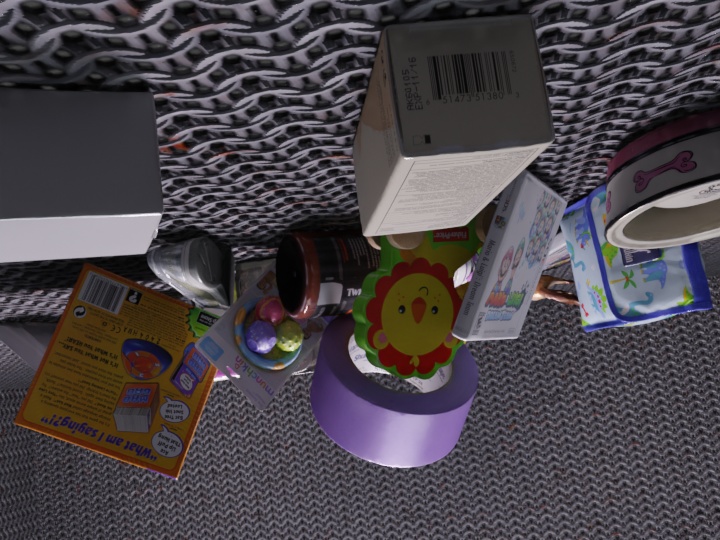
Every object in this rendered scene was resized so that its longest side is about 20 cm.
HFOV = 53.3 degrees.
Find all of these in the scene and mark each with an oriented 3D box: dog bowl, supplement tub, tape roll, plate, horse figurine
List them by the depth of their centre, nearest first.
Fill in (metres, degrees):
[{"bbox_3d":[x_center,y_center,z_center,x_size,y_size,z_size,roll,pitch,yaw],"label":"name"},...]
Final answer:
[{"bbox_3d":[0.333,-0.088,0.704,0.196,0.075,0.200,-7,163,-2],"label":"dog bowl"},{"bbox_3d":[0.040,0.137,0.883,0.196,0.086,0.201,10,-149,-6],"label":"tape roll"},{"bbox_3d":[0.000,0.000,0.902,0.197,0.109,0.107,-4,170,-27],"label":"supplement tub"},{"bbox_3d":[0.303,0.024,1.245,0.130,0.051,0.199,-1,-166,-26],"label":"horse figurine"},{"bbox_3d":[-0.523,0.145,1.281,0.198,0.033,0.200,32,-175,19],"label":"plate"}]

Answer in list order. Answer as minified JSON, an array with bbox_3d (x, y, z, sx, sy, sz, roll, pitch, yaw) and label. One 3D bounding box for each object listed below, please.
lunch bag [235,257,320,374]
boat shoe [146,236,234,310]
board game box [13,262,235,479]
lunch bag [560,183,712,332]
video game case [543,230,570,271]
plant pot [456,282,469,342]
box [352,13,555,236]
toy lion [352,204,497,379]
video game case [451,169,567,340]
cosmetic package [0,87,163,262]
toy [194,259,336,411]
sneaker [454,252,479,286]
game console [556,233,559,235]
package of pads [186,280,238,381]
[{"bbox_3d":[-0.087,0.066,1.052,0.197,0.167,0.117,-4,176,-31],"label":"lunch bag"},{"bbox_3d":[-0.197,0.006,0.880,0.063,0.076,0.202,0,170,4],"label":"boat shoe"},{"bbox_3d":[-0.302,0.136,0.944,0.197,0.203,0.200,23,163,-13],"label":"board game box"},{"bbox_3d":[0.344,-0.022,0.887,0.125,0.173,0.200,-9,173,-15],"label":"lunch bag"},{"bbox_3d":[0.323,-0.035,1.117,0.180,0.023,0.200,-13,166,-29],"label":"video game case"},{"bbox_3d":[0.129,0.066,1.290,0.197,0.202,0.142,-1,145,-38],"label":"plant pot"},{"bbox_3d":[0.050,-0.085,0.490,0.093,0.079,0.200,-7,171,-8],"label":"box"},{"bbox_3d":[0.082,0.024,0.824,0.197,0.196,0.068,-4,-175,-28],"label":"toy lion"},{"bbox_3d":[0.175,-0.010,0.813,0.023,0.185,0.199,22,-173,27],"label":"video game case"},{"bbox_3d":[-0.225,-0.053,0.434,0.197,0.083,0.113,-6,171,-25],"label":"cosmetic package"},{"bbox_3d":[-0.102,0.063,0.910,0.047,0.115,0.200,-41,-173,46],"label":"toy"},{"bbox_3d":[0.169,-0.020,1.114,0.112,0.074,0.201,-19,175,-3],"label":"sneaker"},{"bbox_3d":[0.352,-0.037,1.267,0.196,0.032,0.177,-7,171,-15],"label":"game console"},{"bbox_3d":[-0.175,0.090,1.157,0.196,0.158,0.068,-8,174,-11],"label":"package of pads"}]
